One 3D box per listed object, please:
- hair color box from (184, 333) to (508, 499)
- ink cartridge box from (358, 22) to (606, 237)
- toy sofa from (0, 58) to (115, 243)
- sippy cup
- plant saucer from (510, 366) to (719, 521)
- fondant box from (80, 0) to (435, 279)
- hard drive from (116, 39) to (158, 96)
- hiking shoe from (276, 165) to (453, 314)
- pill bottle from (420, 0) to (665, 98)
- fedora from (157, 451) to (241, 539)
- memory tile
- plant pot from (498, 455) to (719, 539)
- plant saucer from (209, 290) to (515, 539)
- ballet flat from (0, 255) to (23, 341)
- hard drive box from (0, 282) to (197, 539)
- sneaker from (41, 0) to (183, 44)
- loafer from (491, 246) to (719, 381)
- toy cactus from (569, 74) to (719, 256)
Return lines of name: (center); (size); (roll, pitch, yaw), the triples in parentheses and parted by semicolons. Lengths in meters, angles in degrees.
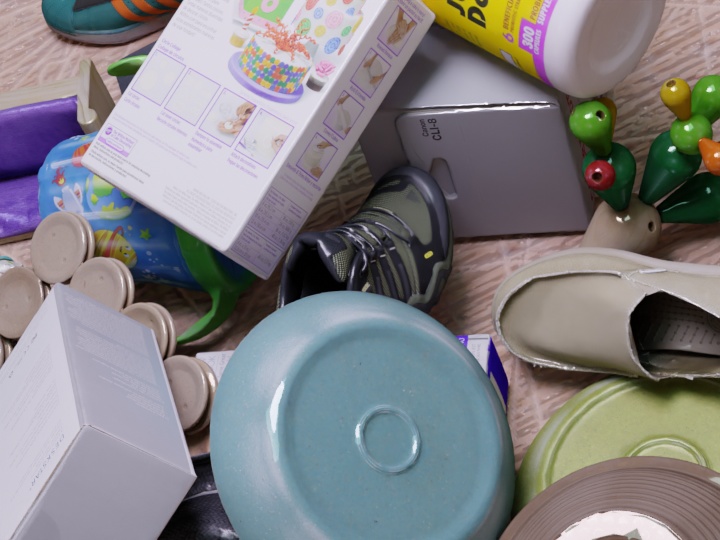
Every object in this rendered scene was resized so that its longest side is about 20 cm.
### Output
hair color box: (-0.010, 0.106, 1.456); (0.200, 0.065, 0.109); (-5, 54, 16)
ink cartridge box: (0.087, -0.141, 1.553); (0.144, 0.145, 0.200); (-1, 55, 16)
toy sofa: (-0.273, -0.076, 1.662); (0.200, 0.083, 0.098); (-11, 51, 10)
sippy cup: (-0.147, -0.047, 1.566); (0.130, 0.140, 0.178); (-5, 51, 18)
plant saucer: (0.187, 0.133, 1.393); (0.200, 0.031, 0.200); (-9, 53, 12)
fondant box: (-0.066, -0.114, 1.439); (0.144, 0.058, 0.200); (31, 89, 36)
hard drive: (-0.073, -0.140, 1.669); (0.200, 0.042, 0.135); (-23, 51, 2)
hiking shoe: (0.000, 0.000, 1.428); (0.076, 0.101, 0.200); (10, 55, 24)
pill bottle: (0.087, -0.193, 1.432); (0.200, 0.104, 0.104); (32, 69, 32)
fedora: (-0.083, 0.193, 1.360); (0.200, 0.092, 0.201); (-3, 78, 14)
memory tile: (-0.184, 0.069, 1.494); (0.153, 0.017, 0.200); (-53, 57, 16)
plant pot: (0.155, 0.195, 1.291); (0.200, 0.093, 0.201); (-6, 68, 15)
plant saucer: (0.010, 0.103, 1.338); (0.200, 0.036, 0.200); (8, 70, -23)
ballet flat: (-0.318, 0.052, 1.592); (0.200, 0.076, 0.064); (-24, 67, 4)
hard drive box: (-0.182, 0.123, 1.367); (0.156, 0.077, 0.200); (-56, 22, 14)
sneaker: (-0.155, -0.228, 1.734); (0.200, 0.080, 0.071); (-6, 55, 13)
loafer: (0.169, 0.029, 1.415); (0.200, 0.076, 0.068); (-2, 18, 27)
toy cactus: (0.198, -0.050, 1.465); (0.102, 0.200, 0.165); (51, 120, 32)
